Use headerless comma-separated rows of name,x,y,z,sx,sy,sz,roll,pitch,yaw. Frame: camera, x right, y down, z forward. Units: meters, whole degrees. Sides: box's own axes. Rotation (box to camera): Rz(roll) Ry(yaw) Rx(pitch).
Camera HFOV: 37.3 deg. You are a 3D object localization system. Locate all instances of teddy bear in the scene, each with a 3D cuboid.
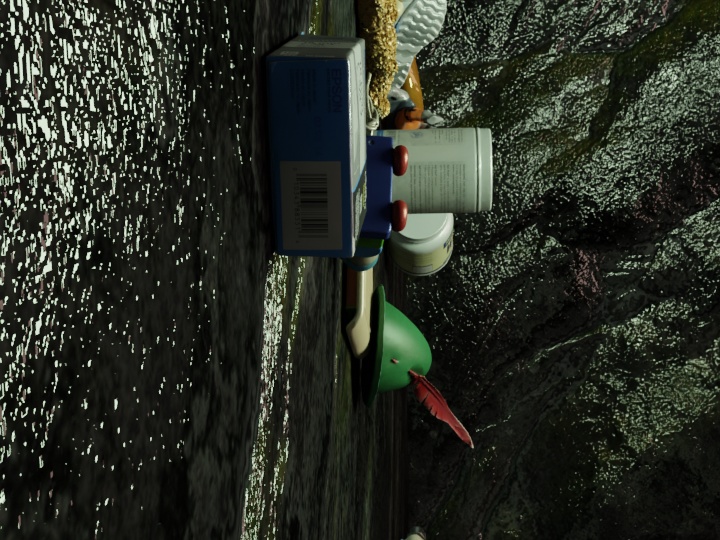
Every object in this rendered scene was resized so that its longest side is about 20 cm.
teddy bear,0.031,-0.326,1.565,0.145,0.065,0.204,-81,171,-76

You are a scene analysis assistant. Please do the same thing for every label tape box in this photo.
label tape box,-0.027,-0.109,0.847,0.200,0.062,0.147,-75,165,-71

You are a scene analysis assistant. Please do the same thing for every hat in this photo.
hat,0.096,0.123,1.514,0.201,0.173,0.168,105,-10,-53

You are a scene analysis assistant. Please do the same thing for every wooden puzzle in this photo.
wooden puzzle,0.000,0.000,1.399,0.185,0.037,0.203,77,18,-73

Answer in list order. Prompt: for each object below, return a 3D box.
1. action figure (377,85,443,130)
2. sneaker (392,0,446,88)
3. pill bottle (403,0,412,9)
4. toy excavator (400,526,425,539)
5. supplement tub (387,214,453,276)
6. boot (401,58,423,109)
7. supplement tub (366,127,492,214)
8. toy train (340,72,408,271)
action figure,0.077,-0.226,1.813,0.194,0.103,0.203,-123,-152,-49
sneaker,0.076,-0.415,1.867,0.201,0.074,0.083,-53,-147,28
pill bottle,0.089,-0.529,2.020,0.114,0.111,0.202,84,7,-49
toy excavator,0.128,0.755,2.613,0.194,0.200,0.100,41,24,-16
supplement tub,0.123,-0.086,2.235,0.200,0.142,0.147,78,13,-70
boot,0.121,-0.497,2.785,0.203,0.069,0.145,-90,171,-47
supplement tub,0.105,-0.155,1.663,0.132,0.196,0.135,0,90,-85
toy train,0.006,-0.108,1.216,0.116,0.083,0.203,103,-10,-62
